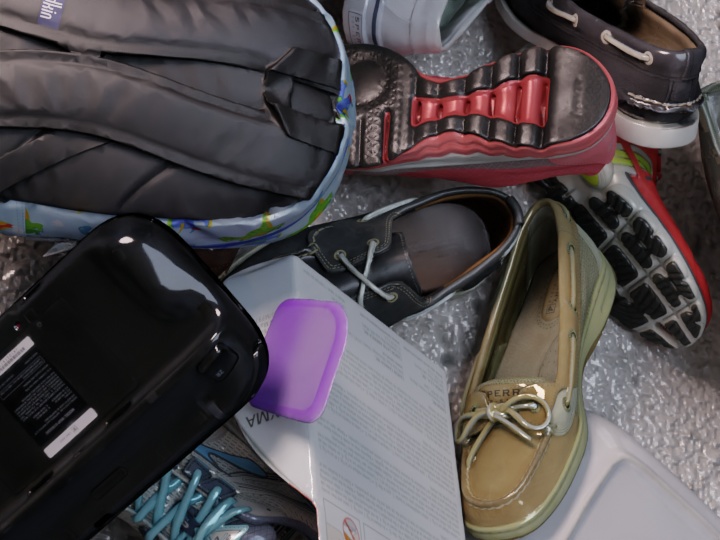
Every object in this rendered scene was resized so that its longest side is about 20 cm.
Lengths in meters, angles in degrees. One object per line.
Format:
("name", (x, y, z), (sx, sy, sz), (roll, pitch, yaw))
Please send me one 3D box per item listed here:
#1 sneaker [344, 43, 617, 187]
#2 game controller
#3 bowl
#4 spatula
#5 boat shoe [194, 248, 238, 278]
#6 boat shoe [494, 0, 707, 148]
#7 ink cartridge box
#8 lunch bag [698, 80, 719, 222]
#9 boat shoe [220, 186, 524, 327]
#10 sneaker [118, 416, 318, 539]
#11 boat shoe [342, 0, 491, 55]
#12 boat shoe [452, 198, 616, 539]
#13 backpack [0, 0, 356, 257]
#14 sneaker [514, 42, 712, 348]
("sneaker", (0.046, -0.071, 1.043), (0.198, 0.087, 0.075), (3, 68, 19))
("game controller", (-0.136, 0.065, 0.878), (0.105, 0.200, 0.042), (51, 20, 5))
("bowl", (0.138, 0.191, 1.043), (0.200, 0.074, 0.200), (44, 60, -12))
("spatula", (-0.080, 0.029, 0.914), (0.020, 0.199, 0.057), (30, 76, -50))
("boat shoe", (-0.077, -0.089, 1.013), (0.070, 0.070, 0.202), (10, 69, -25))
("boat shoe", (0.136, -0.145, 1.089), (0.073, 0.061, 0.201), (-4, 36, -19))
("ink cartridge box", (-0.003, 0.114, 0.937), (0.160, 0.047, 0.202), (39, 39, -50))
("lunch bag", (0.271, -0.024, 1.118), (0.116, 0.164, 0.202), (-15, 91, 11))
("boat shoe", (0.000, 0.000, 1.030), (0.199, 0.067, 0.072), (-20, 86, -30))
("sneaker", (-0.073, 0.111, 0.929), (0.199, 0.086, 0.078), (29, 103, -17))
("boat shoe", (0.066, -0.180, 1.098), (0.201, 0.066, 0.074), (-54, 147, -34))
("boat shoe", (0.089, 0.053, 1.042), (0.063, 0.073, 0.202), (53, 47, -36))
("backpack", (-0.099, -0.082, 0.903), (0.198, 0.154, 0.165), (3, 75, 9))
("sneaker", (0.158, -0.052, 1.127), (0.085, 0.077, 0.201), (-31, 91, -37))
